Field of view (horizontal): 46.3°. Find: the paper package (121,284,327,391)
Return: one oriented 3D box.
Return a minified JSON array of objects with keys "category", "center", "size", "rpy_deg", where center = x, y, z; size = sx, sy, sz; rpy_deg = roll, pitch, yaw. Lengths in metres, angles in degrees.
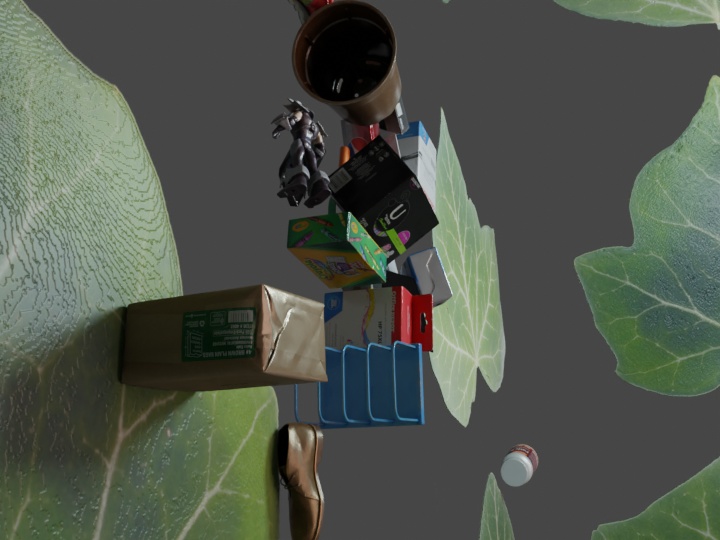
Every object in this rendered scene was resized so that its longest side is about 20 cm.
[{"category":"paper package","center":[-0.162,0.090,1.041],"size":[0.190,0.197,0.105],"rpy_deg":[23,62,-66]}]

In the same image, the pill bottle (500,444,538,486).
[{"category":"pill bottle","center":[0.557,0.689,2.968],"size":[0.200,0.113,0.116],"rpy_deg":[-3,87,-70]}]

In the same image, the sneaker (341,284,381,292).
[{"category":"sneaker","center":[0.000,0.000,1.711],"size":[0.107,0.074,0.202],"rpy_deg":[-79,163,-49]}]

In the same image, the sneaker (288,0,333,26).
[{"category":"sneaker","center":[-0.089,-0.527,1.578],"size":[0.200,0.084,0.078],"rpy_deg":[51,37,-56]}]

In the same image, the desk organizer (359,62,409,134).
[{"category":"desk organizer","center":[0.042,-0.402,1.893],"size":[0.072,0.076,0.202],"rpy_deg":[-50,127,-63]}]

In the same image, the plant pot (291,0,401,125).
[{"category":"plant pot","center":[-0.011,-0.382,1.627],"size":[0.198,0.197,0.203],"rpy_deg":[37,49,-74]}]

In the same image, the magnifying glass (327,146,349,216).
[{"category":"magnifying glass","center":[-0.040,-0.161,1.708],"size":[0.080,0.022,0.202],"rpy_deg":[51,40,-57]}]

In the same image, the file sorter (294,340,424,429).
[{"category":"file sorter","center":[-0.005,0.196,1.448],"size":[0.122,0.198,0.141],"rpy_deg":[25,61,-62]}]

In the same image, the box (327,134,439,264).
[{"category":"box","center":[0.042,-0.130,1.625],"size":[0.125,0.148,0.200],"rpy_deg":[52,0,31]}]

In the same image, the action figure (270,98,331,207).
[{"category":"action figure","center":[-0.102,-0.211,1.459],"size":[0.130,0.069,0.202],"rpy_deg":[30,44,-42]}]

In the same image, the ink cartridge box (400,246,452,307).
[{"category":"ink cartridge box","center":[0.145,0.027,1.896],"size":[0.200,0.067,0.117],"rpy_deg":[111,-40,-81]}]

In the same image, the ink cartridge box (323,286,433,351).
[{"category":"ink cartridge box","center":[0.033,0.097,1.569],"size":[0.067,0.197,0.118],"rpy_deg":[39,48,-62]}]

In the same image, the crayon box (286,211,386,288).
[{"category":"crayon box","center":[-0.039,-0.033,1.528],"size":[0.200,0.117,0.059],"rpy_deg":[46,42,-59]}]

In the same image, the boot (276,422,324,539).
[{"category":"boot","center":[-0.104,0.343,1.344],"size":[0.075,0.073,0.203],"rpy_deg":[22,58,-47]}]

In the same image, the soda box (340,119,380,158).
[{"category":"soda box","center":[0.010,-0.222,1.784],"size":[0.063,0.069,0.203],"rpy_deg":[-17,100,-69]}]

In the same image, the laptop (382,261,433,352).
[{"category":"laptop","center":[0.112,0.058,1.921],"size":[0.200,0.114,0.189],"rpy_deg":[-62,141,-57]}]

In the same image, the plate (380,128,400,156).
[{"category":"plate","center":[0.062,-0.212,1.880],"size":[0.200,0.032,0.202],"rpy_deg":[-133,-150,-72]}]

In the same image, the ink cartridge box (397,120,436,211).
[{"category":"ink cartridge box","center":[0.132,-0.246,2.104],"size":[0.147,0.085,0.203],"rpy_deg":[48,42,-57]}]

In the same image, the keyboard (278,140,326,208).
[{"category":"keyboard","center":[-0.100,-0.181,1.548],"size":[0.128,0.020,0.201],"rpy_deg":[65,28,-30]}]
